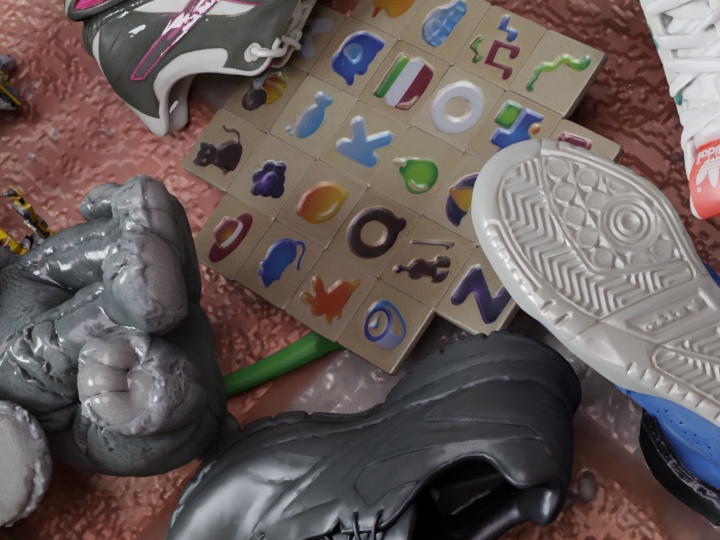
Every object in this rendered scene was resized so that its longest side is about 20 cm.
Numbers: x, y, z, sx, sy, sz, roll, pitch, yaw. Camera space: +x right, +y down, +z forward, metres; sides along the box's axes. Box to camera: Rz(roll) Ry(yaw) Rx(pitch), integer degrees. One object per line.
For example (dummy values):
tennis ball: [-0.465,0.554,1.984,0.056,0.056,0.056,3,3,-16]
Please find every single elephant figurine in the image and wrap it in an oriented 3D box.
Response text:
elephant figurine: [-0.164,0.035,0.907,0.199,0.142,0.156,-12,95,2]

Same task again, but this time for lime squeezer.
lime squeezer: [0.000,0.000,0.967,0.071,0.038,0.200,39,88,21]

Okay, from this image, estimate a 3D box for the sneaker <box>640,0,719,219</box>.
sneaker: [0.148,-0.073,0.825,0.070,0.200,0.093,-15,28,50]

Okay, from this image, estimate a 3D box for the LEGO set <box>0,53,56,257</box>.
LEGO set: [-0.199,-0.074,0.970,0.154,0.200,0.116,33,83,41]

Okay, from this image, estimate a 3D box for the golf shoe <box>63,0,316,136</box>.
golf shoe: [-0.039,-0.139,0.991,0.200,0.077,0.088,-28,87,26]

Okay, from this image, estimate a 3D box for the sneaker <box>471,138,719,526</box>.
sneaker: [0.121,0.033,0.879,0.200,0.111,0.077,35,73,4]

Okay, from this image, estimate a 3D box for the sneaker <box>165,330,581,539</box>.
sneaker: [-0.001,0.098,0.892,0.200,0.076,0.091,-30,31,20]

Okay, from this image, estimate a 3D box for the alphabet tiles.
alphabet tiles: [0.013,-0.049,0.963,0.200,0.006,0.167,29,83,37]

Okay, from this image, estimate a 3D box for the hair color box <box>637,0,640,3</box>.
hair color box: [0.097,-0.203,0.941,0.100,0.061,0.200,-41,40,2]
